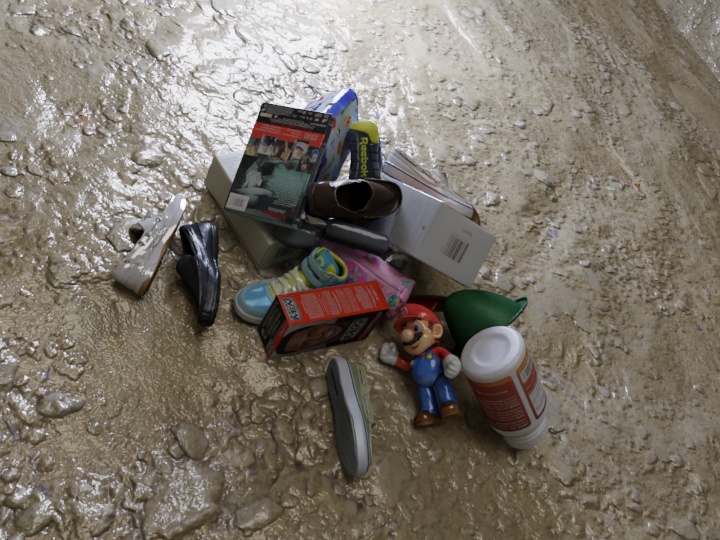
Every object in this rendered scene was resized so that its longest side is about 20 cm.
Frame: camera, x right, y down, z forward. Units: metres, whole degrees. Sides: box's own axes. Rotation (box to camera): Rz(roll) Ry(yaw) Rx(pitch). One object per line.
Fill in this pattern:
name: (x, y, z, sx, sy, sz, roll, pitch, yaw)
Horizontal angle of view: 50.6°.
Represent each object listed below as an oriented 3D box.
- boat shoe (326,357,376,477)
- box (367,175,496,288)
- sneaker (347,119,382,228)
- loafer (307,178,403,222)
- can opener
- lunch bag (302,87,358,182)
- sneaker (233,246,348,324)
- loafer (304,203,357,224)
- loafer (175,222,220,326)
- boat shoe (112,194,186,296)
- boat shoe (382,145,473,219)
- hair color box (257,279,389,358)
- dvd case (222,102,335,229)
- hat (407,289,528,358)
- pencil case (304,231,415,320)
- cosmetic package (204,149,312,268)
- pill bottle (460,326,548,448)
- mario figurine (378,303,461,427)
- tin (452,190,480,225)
boat shoe: (-0.005, 0.221, 1.180, 0.060, 0.073, 0.204, 7, 48, -23)
box: (0.120, -0.072, 1.389, 0.150, 0.108, 0.199, 26, 5, -36)
sneaker: (0.010, -0.169, 1.405, 0.072, 0.082, 0.206, 4, 76, 6)
loafer: (0.005, -0.117, 1.279, 0.197, 0.070, 0.075, -9, 97, -41)
can opener: (-0.050, -0.051, 1.291, 0.195, 0.053, 0.069, 17, 79, -9)
lunch bag: (-0.086, -0.232, 1.418, 0.123, 0.201, 0.171, 35, 44, 0)
sneaker: (-0.107, 0.016, 1.245, 0.196, 0.131, 0.081, -12, 61, -38)
loafer: (-0.095, -0.121, 1.325, 0.197, 0.072, 0.064, 30, 63, -3)
loafer: (-0.259, 0.004, 1.210, 0.068, 0.069, 0.204, 4, 47, -19)
boat shoe: (-0.333, -0.056, 1.206, 0.068, 0.071, 0.203, 25, 46, -12)
boat shoe: (0.137, -0.170, 1.460, 0.197, 0.067, 0.072, 31, 2, 10)
hair color box: (-0.059, 0.078, 1.245, 0.196, 0.102, 0.062, -8, 58, -35)
dvd case: (-0.137, -0.179, 1.278, 0.142, 0.022, 0.205, 13, 75, 23)
hat: (0.172, 0.041, 1.355, 0.198, 0.166, 0.178, -37, 92, -14)
pencil case: (0.000, 0.000, 1.347, 0.198, 0.088, 0.087, 37, 43, 11)
cosmetic package: (-0.182, -0.113, 1.349, 0.102, 0.074, 0.202, -17, 64, -40)
pill bottle: (0.247, 0.201, 1.270, 0.202, 0.109, 0.114, 62, 31, -33)
mario figurine: (0.097, 0.152, 1.268, 0.120, 0.106, 0.205, -13, 69, -4)
tin: (0.152, -0.121, 1.541, 0.198, 0.113, 0.042, 37, 53, 2)
